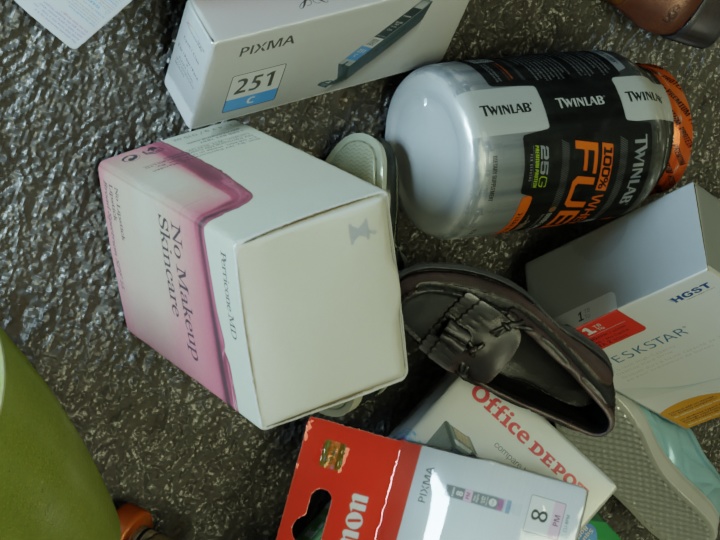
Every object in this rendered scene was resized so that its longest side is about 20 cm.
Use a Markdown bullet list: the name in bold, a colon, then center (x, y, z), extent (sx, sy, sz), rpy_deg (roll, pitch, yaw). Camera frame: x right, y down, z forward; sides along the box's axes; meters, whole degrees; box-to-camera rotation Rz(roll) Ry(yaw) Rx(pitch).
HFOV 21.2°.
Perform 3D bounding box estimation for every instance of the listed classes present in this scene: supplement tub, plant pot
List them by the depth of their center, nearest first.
- **plant pot**: center (-0.242, 0.138, 1.196), extent (0.187, 0.187, 0.200), rpy_deg (-50, 140, -7)
- **supplement tub**: center (0.128, -0.092, 1.357), extent (0.199, 0.122, 0.123), rpy_deg (-9, 111, -29)

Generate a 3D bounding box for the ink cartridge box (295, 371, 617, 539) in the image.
- **ink cartridge box**: center (0.065, 0.183, 1.404), extent (0.145, 0.088, 0.200), rpy_deg (43, 79, -2)

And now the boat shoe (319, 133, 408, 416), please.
- **boat shoe**: center (0.000, 0.000, 1.352), extent (0.067, 0.072, 0.201), rpy_deg (-12, 112, -47)

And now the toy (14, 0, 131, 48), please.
- **toy**: center (-0.146, -0.229, 1.127), extent (0.115, 0.047, 0.200), rpy_deg (40, 129, -23)

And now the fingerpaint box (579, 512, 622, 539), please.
- **fingerpaint box**: center (0.129, 0.279, 1.517), extent (0.200, 0.073, 0.167), rpy_deg (-47, 124, -9)

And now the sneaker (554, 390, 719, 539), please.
- **sneaker**: center (0.221, 0.133, 1.539), extent (0.200, 0.074, 0.082), rpy_deg (52, 37, -23)

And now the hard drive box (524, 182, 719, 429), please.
- **hard drive box**: center (0.245, 0.032, 1.439), extent (0.200, 0.156, 0.077), rpy_deg (28, 47, -39)

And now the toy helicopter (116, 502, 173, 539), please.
- **toy helicopter**: center (-0.175, 0.258, 1.286), extent (0.200, 0.079, 0.133), rpy_deg (-40, 149, -52)

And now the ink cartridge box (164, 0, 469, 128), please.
- **ink cartridge box**: center (-0.016, -0.180, 1.229), extent (0.199, 0.045, 0.176), rpy_deg (-18, 154, -25)

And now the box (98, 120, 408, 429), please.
- **box**: center (-0.071, -0.003, 1.219), extent (0.109, 0.200, 0.128), rpy_deg (-19, 115, -26)

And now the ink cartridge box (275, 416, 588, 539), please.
- **ink cartridge box**: center (0.043, 0.203, 1.332), extent (0.199, 0.057, 0.163), rpy_deg (16, 83, -10)

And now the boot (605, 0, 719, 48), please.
- **boot**: center (0.202, -0.277, 1.390), extent (0.199, 0.068, 0.189), rpy_deg (19, 104, -27)

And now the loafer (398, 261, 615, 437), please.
- **loafer**: center (0.105, 0.057, 1.339), extent (0.200, 0.063, 0.072), rpy_deg (27, 120, -30)
